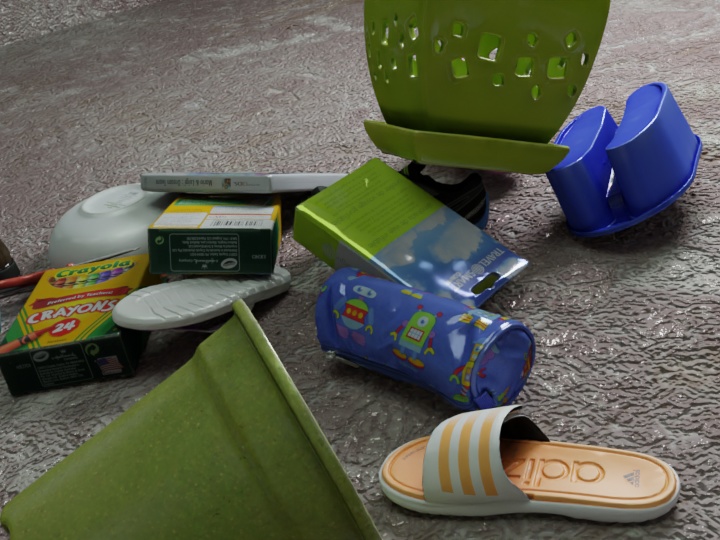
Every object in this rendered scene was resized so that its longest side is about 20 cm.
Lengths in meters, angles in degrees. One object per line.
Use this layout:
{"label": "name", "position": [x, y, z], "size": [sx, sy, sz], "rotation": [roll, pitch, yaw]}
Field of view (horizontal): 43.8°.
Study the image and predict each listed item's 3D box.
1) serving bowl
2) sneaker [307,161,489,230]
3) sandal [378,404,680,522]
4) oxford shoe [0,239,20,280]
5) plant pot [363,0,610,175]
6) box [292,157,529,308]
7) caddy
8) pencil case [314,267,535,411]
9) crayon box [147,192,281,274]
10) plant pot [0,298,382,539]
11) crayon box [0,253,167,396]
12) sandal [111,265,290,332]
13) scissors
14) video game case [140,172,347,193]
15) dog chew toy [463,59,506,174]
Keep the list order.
{"label": "serving bowl", "position": [-0.293, -0.060, 1.106], "size": [0.198, 0.066, 0.201], "rotation": [-8, 27, 4]}
{"label": "sneaker", "position": [0.042, -0.082, 0.979], "size": [0.198, 0.083, 0.071], "rotation": [1, 21, 6]}
{"label": "sandal", "position": [0.112, 0.124, 0.617], "size": [0.205, 0.060, 0.079], "rotation": [-2, 29, 18]}
{"label": "oxford shoe", "position": [-0.521, -0.017, 1.094], "size": [0.198, 0.085, 0.073], "rotation": [-9, 29, 8]}
{"label": "plant pot", "position": [0.112, -0.199, 0.921], "size": [0.198, 0.183, 0.199], "rotation": [4, 11, -18]}
{"label": "box", "position": [0.047, -0.021, 0.861], "size": [0.199, 0.048, 0.122], "rotation": [37, 51, 23]}
{"label": "caddy", "position": [0.279, -0.109, 0.941], "size": [0.141, 0.105, 0.200], "rotation": [-19, 22, 36]}
{"label": "pencil case", "position": [0.044, 0.058, 0.745], "size": [0.199, 0.078, 0.087], "rotation": [17, 69, 41]}
{"label": "crayon box", "position": [-0.152, -0.044, 0.985], "size": [0.124, 0.052, 0.200], "rotation": [0, 15, -2]}
{"label": "plant pot", "position": [-0.102, 0.150, 0.540], "size": [0.183, 0.201, 0.200], "rotation": [-30, 31, -10]}
{"label": "crayon box", "position": [-0.281, 0.042, 0.928], "size": [0.126, 0.051, 0.200], "rotation": [-10, 27, 3]}
{"label": "sandal", "position": [-0.148, 0.038, 0.889], "size": [0.202, 0.050, 0.082], "rotation": [-16, 26, -41]}
{"label": "scissors", "position": [-0.340, -0.001, 1.025], "size": [0.198, 0.014, 0.073], "rotation": [-17, -3, 0]}
{"label": "video game case", "position": [-0.137, -0.109, 1.101], "size": [0.180, 0.024, 0.200], "rotation": [3, 7, 25]}
{"label": "dog chew toy", "position": [0.149, -0.186, 1.121], "size": [0.123, 0.125, 0.200], "rotation": [-16, 36, -9]}
